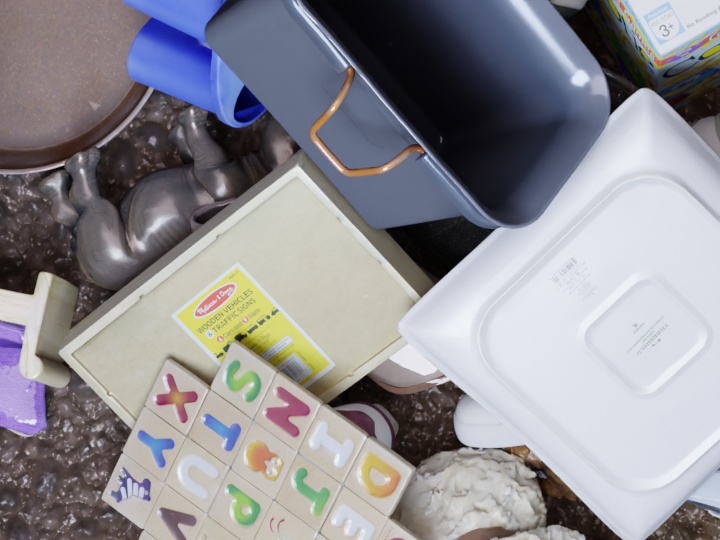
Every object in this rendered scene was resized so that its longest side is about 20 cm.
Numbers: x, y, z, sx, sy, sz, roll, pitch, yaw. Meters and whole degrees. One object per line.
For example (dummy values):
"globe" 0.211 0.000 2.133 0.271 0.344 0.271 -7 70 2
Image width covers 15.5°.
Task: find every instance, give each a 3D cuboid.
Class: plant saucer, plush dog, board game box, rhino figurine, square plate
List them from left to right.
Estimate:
"plant saucer" -0.211 -0.157 1.644 0.198 0.034 0.202 -1 83 4
"rhino figurine" -0.092 -0.054 1.606 0.199 0.060 0.088 -22 83 0
"plush dog" 0.070 0.182 1.531 0.199 0.161 0.172 -29 57 1
"square plate" 0.156 0.033 1.470 0.198 0.028 0.200 42 106 -15
"board game box" 0.189 -0.170 1.524 0.104 0.200 0.104 -30 81 1

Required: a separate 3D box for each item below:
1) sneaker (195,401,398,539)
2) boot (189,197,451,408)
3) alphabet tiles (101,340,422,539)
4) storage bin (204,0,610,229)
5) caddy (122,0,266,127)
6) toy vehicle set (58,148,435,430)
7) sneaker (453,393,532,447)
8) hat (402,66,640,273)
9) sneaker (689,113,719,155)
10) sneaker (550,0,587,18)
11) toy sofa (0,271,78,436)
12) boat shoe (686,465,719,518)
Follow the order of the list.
"sneaker" -0.048 0.158 1.573 0.075 0.090 0.200 49 115 10
"boot" 0.000 0.000 1.560 0.199 0.070 0.147 -20 111 11
"alphabet tiles" -0.055 0.146 1.519 0.199 0.006 0.167 34 111 19
"storage bin" 0.011 -0.106 1.433 0.200 0.134 0.146 47 59 -16
"caddy" -0.060 -0.179 1.562 0.104 0.142 0.201 18 54 16
"toy vehicle set" -0.064 0.032 1.534 0.200 0.027 0.124 -36 105 24
"sneaker" 0.137 0.037 1.528 0.199 0.073 0.085 -22 108 12
"hat" 0.116 -0.067 1.561 0.199 0.202 0.081 19 43 7
"sneaker" 0.235 0.005 1.570 0.088 0.074 0.201 -28 82 19
"sneaker" 0.082 -0.150 1.541 0.074 0.200 0.085 30 97 -4
"toy sofa" -0.277 0.035 1.600 0.198 0.083 0.098 11 83 7
"boat shoe" 0.232 0.122 1.550 0.198 0.068 0.074 8 88 13
